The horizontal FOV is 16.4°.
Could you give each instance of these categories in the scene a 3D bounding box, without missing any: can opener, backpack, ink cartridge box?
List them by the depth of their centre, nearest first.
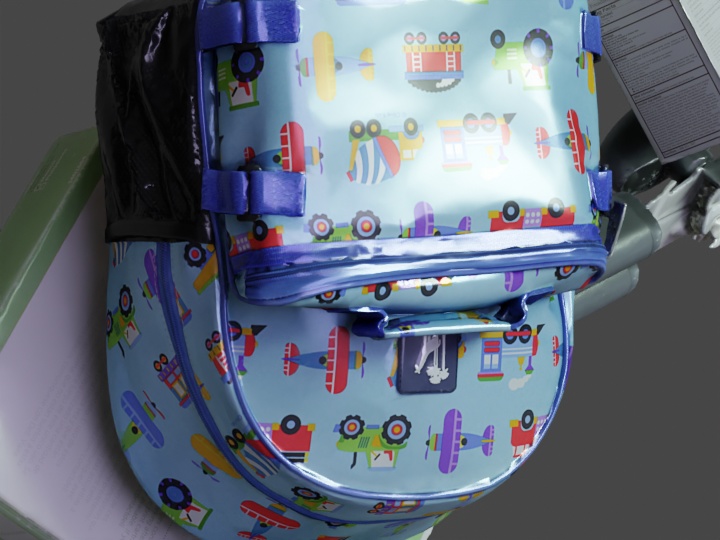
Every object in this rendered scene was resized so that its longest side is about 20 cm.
[{"bbox_3d":[0.000,0.000,0.886,0.182,0.134,0.201,2,85,-30],"label":"backpack"},{"bbox_3d":[-0.063,0.061,0.941,0.200,0.048,0.146,40,62,-25],"label":"ink cartridge box"},{"bbox_3d":[0.097,-0.015,1.072,0.200,0.053,0.066,-31,65,-36],"label":"can opener"}]

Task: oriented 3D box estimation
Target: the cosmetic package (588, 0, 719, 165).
[{"bbox_3d":[0.168,-0.128,1.103,0.200,0.050,0.083,-43,109,-50],"label":"cosmetic package"}]
